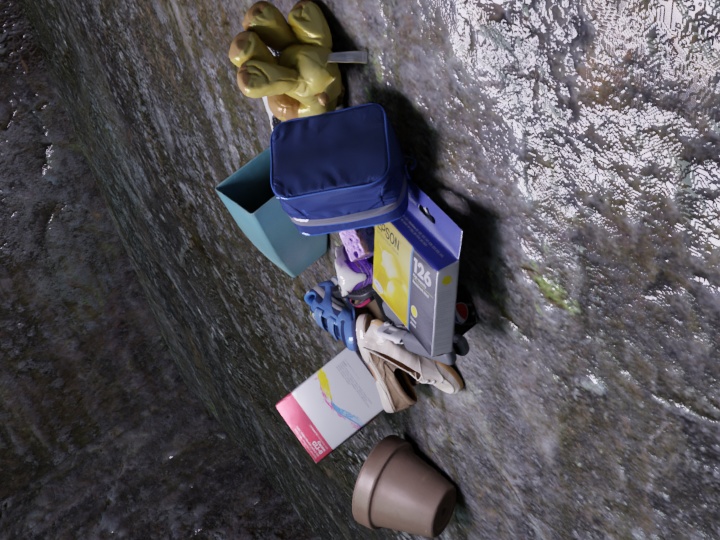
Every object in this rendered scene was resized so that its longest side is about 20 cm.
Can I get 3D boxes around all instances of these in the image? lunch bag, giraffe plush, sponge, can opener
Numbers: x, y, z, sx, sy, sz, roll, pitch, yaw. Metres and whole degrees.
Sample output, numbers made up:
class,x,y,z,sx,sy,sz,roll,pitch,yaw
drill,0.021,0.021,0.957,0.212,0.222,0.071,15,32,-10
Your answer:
class,x,y,z,sx,sy,sz,roll,pitch,yaw
lunch bag,-0.019,-0.138,1.196,0.133,0.197,0.138,58,-153,-61
giraffe plush,-0.087,-0.282,1.252,0.197,0.175,0.163,16,160,6
sponge,-0.028,-0.114,1.347,0.202,0.030,0.111,65,-162,3
can opener,0.087,0.095,1.301,0.199,0.052,0.067,21,137,55

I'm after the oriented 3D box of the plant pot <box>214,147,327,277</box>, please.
class,x,y,z,sx,sy,sz,roll,pitch,yaw
plant pot,-0.152,-0.098,1.603,0.141,0.141,0.201,34,155,44

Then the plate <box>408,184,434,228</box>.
class,x,y,z,sx,sy,sz,roll,pitch,yaw
plate,0.080,-0.041,1.286,0.200,0.025,0.203,168,90,-70

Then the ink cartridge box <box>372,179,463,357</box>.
class,x,y,z,sx,sy,sz,roll,pitch,yaw
ink cartridge box,0.077,-0.012,1.219,0.198,0.046,0.202,-129,31,-50

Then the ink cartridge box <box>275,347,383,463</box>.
class,x,y,z,sx,sy,sz,roll,pitch,yaw
ink cartridge box,-0.040,0.261,1.704,0.145,0.199,0.145,52,-174,9

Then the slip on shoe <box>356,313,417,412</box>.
class,x,y,z,sx,sy,sz,roll,pitch,yaw
slip on shoe,0.049,0.170,1.565,0.060,0.076,0.202,-13,103,24

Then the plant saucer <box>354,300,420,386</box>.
class,x,y,z,sx,sy,sz,roll,pitch,yaw
plant saucer,0.059,0.127,1.597,0.200,0.029,0.201,45,155,27

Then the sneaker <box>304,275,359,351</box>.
class,x,y,z,sx,sy,sz,roll,pitch,yaw
sneaker,-0.051,0.094,1.652,0.201,0.081,0.075,-121,18,-52

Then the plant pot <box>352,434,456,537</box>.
class,x,y,z,sx,sy,sz,roll,pitch,yaw
plant pot,0.105,0.472,1.784,0.173,0.201,0.202,18,139,29

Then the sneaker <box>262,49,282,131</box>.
class,x,y,z,sx,sy,sz,roll,pitch,yaw
sneaker,-0.134,-0.302,1.406,0.080,0.073,0.202,-130,24,-54

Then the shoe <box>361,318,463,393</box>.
class,x,y,z,sx,sy,sz,roll,pitch,yaw
shoe,0.089,0.162,1.472,0.199,0.054,0.070,35,157,-4

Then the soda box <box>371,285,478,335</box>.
class,x,y,z,sx,sy,sz,roll,pitch,yaw
soda box,0.101,0.057,1.372,0.199,0.063,0.071,12,131,59

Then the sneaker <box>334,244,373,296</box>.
class,x,y,z,sx,sy,sz,roll,pitch,yaw
sneaker,0.000,0.000,1.457,0.200,0.082,0.082,-98,-2,-77

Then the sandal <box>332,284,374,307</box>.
class,x,y,z,sx,sy,sz,roll,pitch,yaw
sandal,0.003,0.037,1.547,0.045,0.075,0.200,54,166,-10
